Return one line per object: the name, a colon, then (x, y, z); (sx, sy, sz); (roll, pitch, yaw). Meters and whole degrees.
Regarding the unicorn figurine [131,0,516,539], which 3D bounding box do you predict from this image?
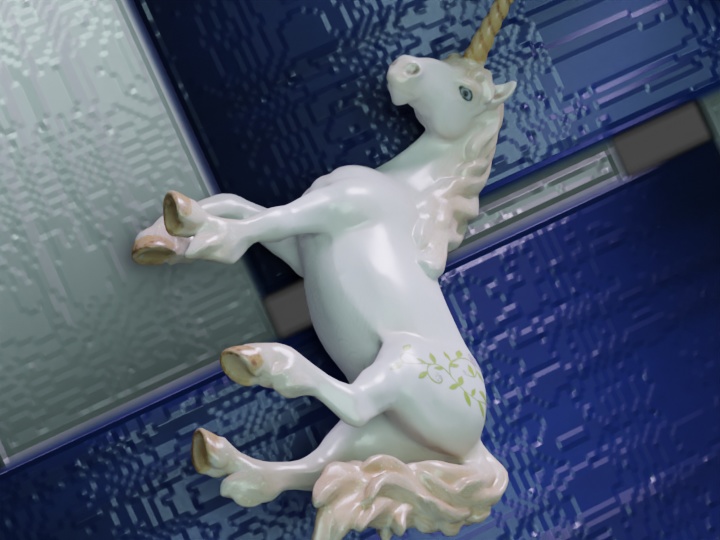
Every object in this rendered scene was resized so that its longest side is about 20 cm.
unicorn figurine: (0.000, 0.000, 0.929); (0.137, 0.074, 0.201); (-3, 74, -27)
